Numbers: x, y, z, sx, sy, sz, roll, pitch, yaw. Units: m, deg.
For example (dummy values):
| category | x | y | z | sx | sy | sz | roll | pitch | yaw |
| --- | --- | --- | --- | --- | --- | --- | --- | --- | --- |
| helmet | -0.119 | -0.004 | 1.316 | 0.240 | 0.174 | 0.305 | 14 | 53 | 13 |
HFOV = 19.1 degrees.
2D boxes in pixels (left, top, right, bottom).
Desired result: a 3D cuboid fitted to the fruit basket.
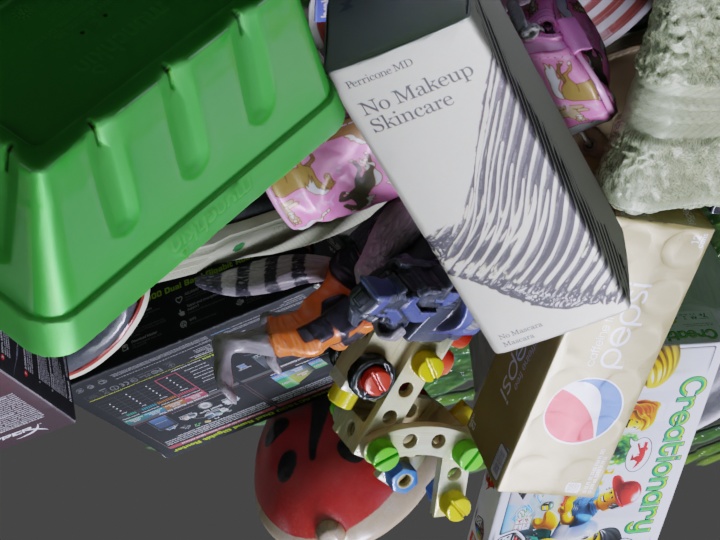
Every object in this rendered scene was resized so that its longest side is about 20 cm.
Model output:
| category | x | y | z | sx | sy | sz | roll | pitch | yaw |
| --- | --- | --- | --- | --- | --- | --- | --- | --- | --- |
| fruit basket | -0.123 | -0.048 | 0.980 | 0.216 | 0.155 | 0.216 | -43 | 154 | -28 |

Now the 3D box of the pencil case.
| category | x | y | z | sx | sy | sz | roll | pitch | yaw |
| --- | --- | --- | --- | --- | --- | --- | --- | --- | --- |
| pencil case | 0.035 | -0.086 | 1.141 | 0.200 | 0.083 | 0.087 | -20 | 115 | 15 |

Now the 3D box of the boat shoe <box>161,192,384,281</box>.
| category | x | y | z | sx | sy | sz | roll | pitch | yaw |
| --- | --- | --- | --- | --- | --- | --- | --- | --- | --- |
| boat shoe | -0.064 | -0.044 | 1.243 | 0.200 | 0.068 | 0.072 | -12 | 163 | -29 |

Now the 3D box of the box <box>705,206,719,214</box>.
| category | x | y | z | sx | sy | sz | roll | pitch | yaw |
| --- | --- | --- | --- | --- | --- | --- | --- | --- | --- |
| box | 0.300 | -0.107 | 1.229 | 0.199 | 0.044 | 0.161 | 0 | 123 | -24 |

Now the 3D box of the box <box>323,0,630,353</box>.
| category | x | y | z | sx | sy | sz | roll | pitch | yaw |
| --- | --- | --- | --- | --- | --- | --- | --- | --- | --- |
| box | 0.061 | -0.056 | 1.058 | 0.082 | 0.068 | 0.200 | -21 | 127 | 19 |

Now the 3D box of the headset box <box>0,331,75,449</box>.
| category | x | y | z | sx | sy | sz | roll | pitch | yaw |
| --- | --- | --- | --- | --- | --- | --- | --- | --- | --- |
| headset box | -0.240 | -0.003 | 1.156 | 0.077 | 0.149 | 0.200 | -21 | 152 | 14 |

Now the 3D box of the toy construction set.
| category | x | y | z | sx | sy | sz | roll | pitch | yaw |
| --- | --- | --- | --- | --- | --- | --- | --- | --- | --- |
| toy construction set | 0.050 | 0.050 | 1.342 | 0.131 | 0.200 | 0.092 | 23 | 179 | -32 |

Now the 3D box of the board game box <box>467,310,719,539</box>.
| category | x | y | z | sx | sy | sz | roll | pitch | yaw |
| --- | --- | --- | --- | --- | --- | --- | --- | --- | --- |
| board game box | 0.149 | 0.112 | 1.377 | 0.126 | 0.035 | 0.200 | -3 | 131 | -17 |

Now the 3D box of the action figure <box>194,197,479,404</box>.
| category | x | y | z | sx | sy | sz | roll | pitch | yaw |
| --- | --- | --- | --- | --- | --- | --- | --- | --- | --- |
| action figure | 0.000 | 0.000 | 1.189 | 0.193 | 0.105 | 0.200 | -31 | 166 | 13 |

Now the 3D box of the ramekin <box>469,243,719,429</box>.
| category | x | y | z | sx | sy | sz | roll | pitch | yaw |
| --- | --- | --- | --- | --- | --- | --- | --- | --- | --- |
| ramekin | 0.166 | 0.043 | 1.458 | 0.200 | 0.105 | 0.200 | -9 | 152 | -5 |

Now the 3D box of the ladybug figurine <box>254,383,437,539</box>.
| category | x | y | z | sx | sy | sz | roll | pitch | yaw |
| --- | --- | --- | --- | --- | --- | --- | --- | --- | --- |
| ladybug figurine | -0.013 | 0.118 | 1.462 | 0.135 | 0.200 | 0.072 | -16 | 117 | 11 |

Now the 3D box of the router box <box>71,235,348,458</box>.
| category | x | y | z | sx | sy | sz | roll | pitch | yaw |
| --- | --- | --- | --- | --- | --- | --- | --- | --- | --- |
| router box | -0.085 | 0.044 | 1.400 | 0.200 | 0.062 | 0.150 | -22 | 150 | 17 |

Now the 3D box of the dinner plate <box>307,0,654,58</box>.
| category | x | y | z | sx | sy | sz | roll | pitch | yaw |
| --- | --- | --- | --- | --- | --- | --- | --- | --- | --- |
| dinner plate | 0.069 | -0.156 | 1.135 | 0.200 | 0.024 | 0.200 | -10 | 151 | -5 |

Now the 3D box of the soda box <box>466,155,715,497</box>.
| category | x | y | z | sx | sy | sz | roll | pitch | yaw |
| --- | --- | --- | --- | --- | --- | --- | --- | --- | --- |
| soda box | 0.131 | 0.035 | 1.240 | 0.068 | 0.064 | 0.200 | 6 | 124 | -22 |

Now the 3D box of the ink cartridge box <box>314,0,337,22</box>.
| category | x | y | z | sx | sy | sz | roll | pitch | yaw |
| --- | --- | --- | --- | --- | --- | --- | --- | --- | --- |
| ink cartridge box | 0.073 | -0.179 | 1.029 | 0.199 | 0.042 | 0.119 | -11 | 153 | -8 |

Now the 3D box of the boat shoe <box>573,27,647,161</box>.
| category | x | y | z | sx | sy | sz | roll | pitch | yaw |
| --- | --- | --- | --- | --- | --- | --- | --- | --- | --- |
| boat shoe | 0.113 | -0.076 | 1.230 | 0.200 | 0.072 | 0.065 | -29 | 173 | 28 |

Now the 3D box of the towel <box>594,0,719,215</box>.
| category | x | y | z | sx | sy | sz | roll | pitch | yaw |
| --- | --- | --- | --- | --- | --- | --- | --- | --- | --- |
| towel | 0.223 | -0.097 | 1.137 | 0.200 | 0.036 | 0.149 | -4 | 124 | -30 |

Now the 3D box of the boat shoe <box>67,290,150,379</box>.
| category | x | y | z | sx | sy | sz | roll | pitch | yaw |
| --- | --- | --- | --- | --- | --- | --- | --- | --- | --- |
| boat shoe | -0.222 | 0.037 | 1.328 | 0.200 | 0.071 | 0.063 | -22 | 148 | 25 |
